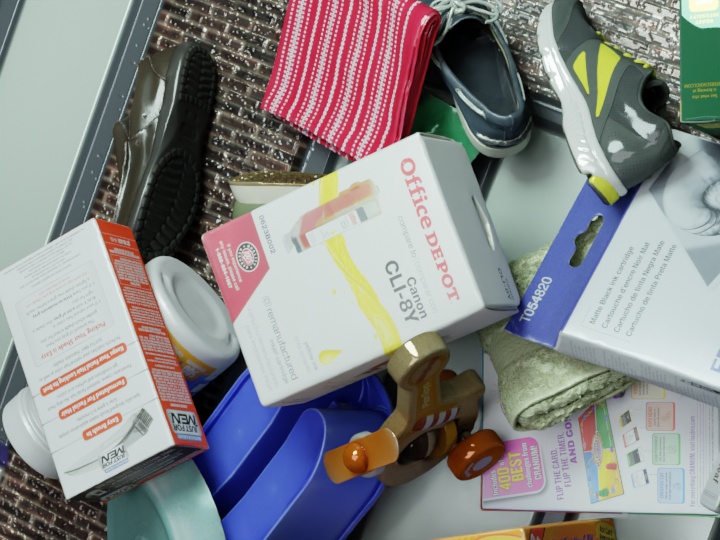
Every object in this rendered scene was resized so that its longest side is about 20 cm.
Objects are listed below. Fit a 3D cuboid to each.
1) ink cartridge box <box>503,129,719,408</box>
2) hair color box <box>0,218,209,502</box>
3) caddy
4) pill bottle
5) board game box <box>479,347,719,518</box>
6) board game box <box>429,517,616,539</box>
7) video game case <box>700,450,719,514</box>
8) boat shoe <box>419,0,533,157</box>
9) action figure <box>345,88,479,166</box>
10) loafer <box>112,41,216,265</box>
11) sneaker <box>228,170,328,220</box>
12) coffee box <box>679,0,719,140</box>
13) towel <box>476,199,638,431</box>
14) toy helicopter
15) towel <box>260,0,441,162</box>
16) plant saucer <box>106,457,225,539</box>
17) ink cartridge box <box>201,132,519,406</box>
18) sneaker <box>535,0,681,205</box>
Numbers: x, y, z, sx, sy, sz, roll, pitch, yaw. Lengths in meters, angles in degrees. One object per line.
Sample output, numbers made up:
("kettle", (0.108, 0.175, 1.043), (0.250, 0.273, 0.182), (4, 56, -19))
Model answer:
("ink cartridge box", (0.232, -0.010, 1.620), (0.199, 0.041, 0.200), (18, 63, 26))
("hair color box", (-0.211, 0.074, 1.758), (0.110, 0.064, 0.201), (-27, 71, 21))
("caddy", (-0.053, 0.160, 1.778), (0.200, 0.105, 0.142), (-52, 47, 21))
("pill bottle", (-0.208, 0.089, 1.852), (0.200, 0.112, 0.112), (-39, 71, 18))
("board game box", (0.192, 0.113, 1.697), (0.199, 0.040, 0.154), (-1, 86, 26))
("board game box", (0.082, 0.303, 1.647), (0.198, 0.200, 0.202), (-11, 82, 24))
("video game case", (0.342, 0.101, 1.544), (0.022, 0.199, 0.183), (28, 99, 50))
("boat shoe", (0.081, -0.184, 1.739), (0.074, 0.062, 0.201), (-16, 64, -9))
("action figure", (0.018, -0.054, 1.786), (0.118, 0.055, 0.201), (31, 99, 23))
("loafer", (-0.178, -0.099, 1.872), (0.071, 0.073, 0.201), (3, 70, 33))
("sneaker", (-0.014, -0.027, 1.746), (0.199, 0.067, 0.091), (6, 106, 25))
("coffee box", (0.274, -0.202, 1.637), (0.044, 0.123, 0.202), (-2, 87, 24))
("towel", (0.183, 0.026, 1.669), (0.199, 0.037, 0.149), (-28, 53, 10))
("toy helicopter", (0.036, 0.107, 1.639), (0.132, 0.200, 0.079), (-27, 63, -13))
("towel", (-0.011, -0.168, 1.771), (0.200, 0.022, 0.146), (32, 112, 50))
("plant saucer", (-0.165, 0.237, 1.801), (0.200, 0.036, 0.202), (30, 125, 53))
("ink cartridge box", (0.000, 0.000, 1.646), (0.199, 0.083, 0.146), (-24, 80, 21))
("sneaker", (0.195, -0.139, 1.679), (0.084, 0.075, 0.201), (-23, 52, 14))
